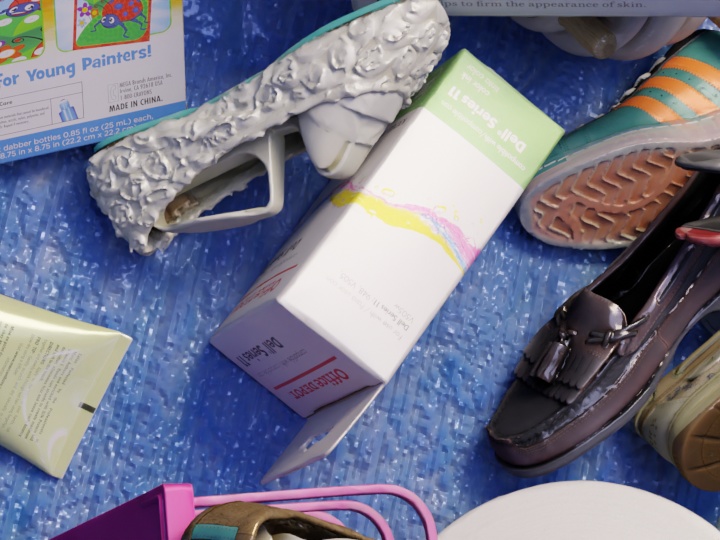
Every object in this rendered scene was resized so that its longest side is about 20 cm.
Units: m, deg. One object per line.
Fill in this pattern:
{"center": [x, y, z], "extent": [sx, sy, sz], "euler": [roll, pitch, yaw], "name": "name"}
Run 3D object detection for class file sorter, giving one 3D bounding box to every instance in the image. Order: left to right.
{"center": [-0.053, 0.174, 1.162], "extent": [0.125, 0.200, 0.139], "euler": [-1, 78, -22], "name": "file sorter"}

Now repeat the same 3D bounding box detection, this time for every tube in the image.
{"center": [-0.212, 0.025, 1.224], "extent": [0.200, 0.058, 0.052], "euler": [24, 51, -13], "name": "tube"}

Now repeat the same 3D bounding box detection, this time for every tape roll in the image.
{"center": [0.103, 0.198, 1.248], "extent": [0.203, 0.037, 0.203], "euler": [-3, 63, 6], "name": "tape roll"}

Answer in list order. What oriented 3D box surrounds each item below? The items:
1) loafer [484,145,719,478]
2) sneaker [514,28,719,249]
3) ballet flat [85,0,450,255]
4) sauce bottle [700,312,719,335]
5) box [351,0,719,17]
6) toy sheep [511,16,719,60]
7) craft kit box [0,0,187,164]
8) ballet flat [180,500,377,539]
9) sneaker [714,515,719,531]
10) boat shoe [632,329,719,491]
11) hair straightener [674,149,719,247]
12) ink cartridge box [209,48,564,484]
{"center": [0.131, 0.016, 1.312], "extent": [0.200, 0.072, 0.063], "euler": [-42, 124, -13], "name": "loafer"}
{"center": [0.165, -0.074, 1.367], "extent": [0.200, 0.071, 0.080], "euler": [-20, 44, -8], "name": "sneaker"}
{"center": [-0.036, -0.061, 1.245], "extent": [0.200, 0.072, 0.072], "euler": [-25, 85, 21], "name": "ballet flat"}
{"center": [0.257, -0.034, 1.382], "extent": [0.200, 0.065, 0.065], "euler": [-38, 91, -17], "name": "sauce bottle"}
{"center": [0.094, -0.232, 1.232], "extent": [0.200, 0.131, 0.199], "euler": [1, 58, 8], "name": "box"}
{"center": [0.127, -0.167, 1.336], "extent": [0.200, 0.138, 0.138], "euler": [-4, 78, -32], "name": "toy sheep"}
{"center": [-0.180, -0.140, 1.209], "extent": [0.200, 0.198, 0.049], "euler": [-14, 39, -21], "name": "craft kit box"}
{"center": [0.024, 0.139, 1.055], "extent": [0.200, 0.072, 0.068], "euler": [26, 67, -17], "name": "ballet flat"}
{"center": [0.254, 0.087, 1.350], "extent": [0.200, 0.080, 0.131], "euler": [-5, 81, -29], "name": "sneaker"}
{"center": [0.223, 0.027, 1.323], "extent": [0.200, 0.063, 0.073], "euler": [-36, 124, -10], "name": "boat shoe"}
{"center": [0.236, -0.063, 1.303], "extent": [0.200, 0.041, 0.077], "euler": [-10, 102, -30], "name": "hair straightener"}
{"center": [0.000, 0.000, 1.261], "extent": [0.067, 0.117, 0.200], "euler": [39, 68, -8], "name": "ink cartridge box"}
